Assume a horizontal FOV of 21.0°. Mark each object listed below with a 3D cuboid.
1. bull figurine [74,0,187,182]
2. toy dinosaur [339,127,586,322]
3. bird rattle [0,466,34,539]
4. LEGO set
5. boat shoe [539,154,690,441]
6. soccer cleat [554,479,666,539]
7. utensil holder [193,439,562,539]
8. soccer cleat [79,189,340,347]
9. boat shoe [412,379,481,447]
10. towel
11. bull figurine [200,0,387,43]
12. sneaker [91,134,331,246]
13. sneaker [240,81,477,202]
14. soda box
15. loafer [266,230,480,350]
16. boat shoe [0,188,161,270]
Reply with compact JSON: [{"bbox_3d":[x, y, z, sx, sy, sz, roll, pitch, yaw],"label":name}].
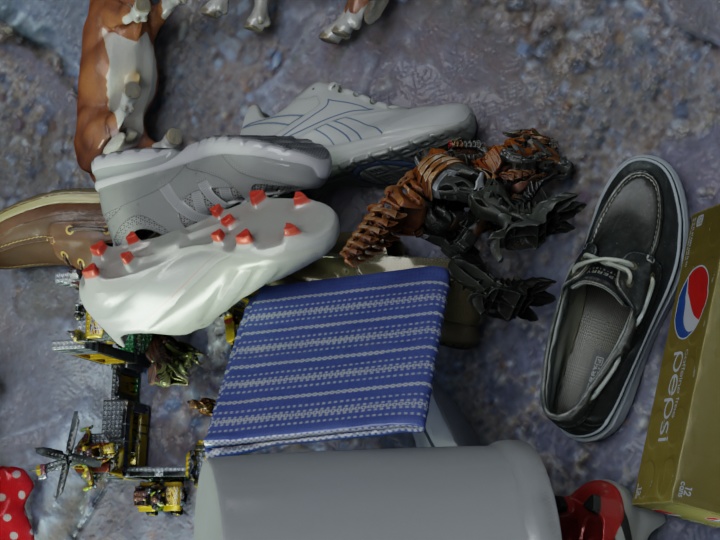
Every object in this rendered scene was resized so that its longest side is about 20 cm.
[{"bbox_3d":[-0.183,-0.169,1.500,0.121,0.065,0.201,-8,81,57],"label":"bull figurine"},{"bbox_3d":[0.071,-0.035,1.305,0.200,0.102,0.136,-36,57,-18],"label":"toy dinosaur"},{"bbox_3d":[-0.334,0.139,1.517,0.162,0.112,0.201,-20,84,32],"label":"bird rattle"},{"bbox_3d":[-0.156,0.076,1.413,0.153,0.116,0.201,5,81,26],"label":"LEGO set"},{"bbox_3d":[0.171,0.016,1.300,0.072,0.071,0.201,10,83,27],"label":"boat shoe"},{"bbox_3d":[0.151,0.236,1.252,0.068,0.085,0.201,-5,69,53],"label":"soccer cleat"},{"bbox_3d":[0.005,0.188,1.174,0.199,0.170,0.171,1,77,-11],"label":"utensil holder"},{"bbox_3d":[-0.099,0.000,1.334,0.199,0.078,0.069,-14,33,20],"label":"soccer cleat"},{"bbox_3d":[0.064,0.168,1.316,0.065,0.074,0.201,-28,67,12],"label":"boat shoe"},{"bbox_3d":[-0.017,0.058,1.258,0.144,0.200,0.024,-8,117,12],"label":"towel"},{"bbox_3d":[-0.055,-0.241,1.459,0.199,0.065,0.122,12,87,31],"label":"bull figurine"},{"bbox_3d":[-0.102,-0.052,1.388,0.199,0.075,0.083,-6,90,35],"label":"sneaker"},{"bbox_3d":[-0.010,-0.101,1.412,0.199,0.074,0.088,-9,70,22],"label":"sneaker"},{"bbox_3d":[0.234,0.061,1.243,0.064,0.068,0.201,15,79,-11],"label":"soda box"},{"bbox_3d":[0.000,0.000,1.386,0.199,0.076,0.068,19,86,17],"label":"loafer"},{"bbox_3d":[-0.204,-0.024,1.484,0.199,0.072,0.068,-11,72,20],"label":"boat shoe"}]
